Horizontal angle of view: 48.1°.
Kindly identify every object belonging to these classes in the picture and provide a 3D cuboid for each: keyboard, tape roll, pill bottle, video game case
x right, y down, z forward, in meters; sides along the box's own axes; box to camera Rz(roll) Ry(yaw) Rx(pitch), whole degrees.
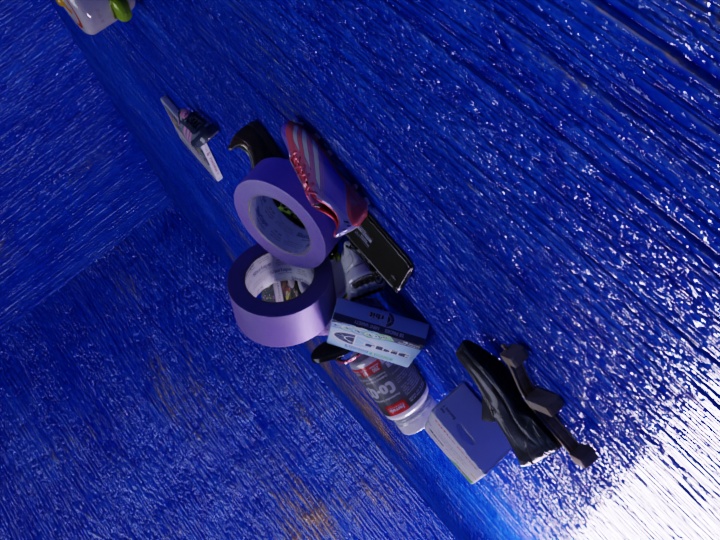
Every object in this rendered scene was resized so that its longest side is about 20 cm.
[{"bbox_3d":[0.014,-0.058,1.301,0.201,0.039,0.105,50,145,15],"label":"keyboard"},{"bbox_3d":[-0.127,-0.100,1.429,0.198,0.066,0.202,27,147,19],"label":"tape roll"},{"bbox_3d":[-0.062,0.056,1.689,0.113,0.112,0.201,46,166,24],"label":"pill bottle"},{"bbox_3d":[-0.147,0.037,1.701,0.200,0.035,0.185,-31,-66,-65],"label":"video game case"},{"bbox_3d":[-0.458,-0.359,2.195,0.200,0.023,0.183,48,167,25],"label":"video game case"},{"bbox_3d":[-0.145,0.037,1.501,0.200,0.198,0.086,42,152,36],"label":"tape roll"},{"bbox_3d":[0.073,0.240,1.705,0.201,0.113,0.114,55,167,-14],"label":"pill bottle"}]

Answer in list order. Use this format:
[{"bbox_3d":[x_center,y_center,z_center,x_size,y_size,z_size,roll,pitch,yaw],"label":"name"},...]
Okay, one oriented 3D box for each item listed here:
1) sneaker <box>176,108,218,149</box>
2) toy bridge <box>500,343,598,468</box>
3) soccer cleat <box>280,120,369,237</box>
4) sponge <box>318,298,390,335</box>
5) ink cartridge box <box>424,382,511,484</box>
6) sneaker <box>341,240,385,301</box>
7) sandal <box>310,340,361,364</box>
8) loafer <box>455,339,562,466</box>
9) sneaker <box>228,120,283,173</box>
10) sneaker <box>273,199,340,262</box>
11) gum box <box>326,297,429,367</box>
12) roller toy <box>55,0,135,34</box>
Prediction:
[{"bbox_3d":[-0.390,-0.338,1.886,0.083,0.070,0.199,54,167,-24],"label":"sneaker"},{"bbox_3d":[0.245,0.176,1.086,0.201,0.027,0.067,54,169,-13],"label":"toy bridge"},{"bbox_3d":[-0.067,-0.142,1.225,0.201,0.076,0.067,50,168,9],"label":"soccer cleat"},{"bbox_3d":[-0.030,0.092,1.575,0.197,0.030,0.112,-1,149,32],"label":"sponge"},{"bbox_3d":[0.198,0.306,1.498,0.145,0.084,0.201,48,168,15],"label":"ink cartridge box"},{"bbox_3d":[0.000,0.000,1.430,0.200,0.074,0.082,93,156,-74],"label":"sneaker"},{"bbox_3d":[-0.017,0.155,1.628,0.074,0.198,0.046,8,112,43],"label":"sandal"},{"bbox_3d":[0.197,0.191,1.152,0.201,0.072,0.072,52,-156,12],"label":"loafer"},{"bbox_3d":[-0.167,-0.176,1.501,0.201,0.075,0.070,54,168,-5],"label":"sneaker"},{"bbox_3d":[-0.105,-0.098,1.559,0.201,0.072,0.083,49,151,-6],"label":"sneaker"},{"bbox_3d":[0.027,0.117,1.475,0.167,0.045,0.200,17,163,0],"label":"gum box"},{"bbox_3d":[-0.568,-0.591,1.659,0.200,0.139,0.184,37,161,51],"label":"roller toy"}]
